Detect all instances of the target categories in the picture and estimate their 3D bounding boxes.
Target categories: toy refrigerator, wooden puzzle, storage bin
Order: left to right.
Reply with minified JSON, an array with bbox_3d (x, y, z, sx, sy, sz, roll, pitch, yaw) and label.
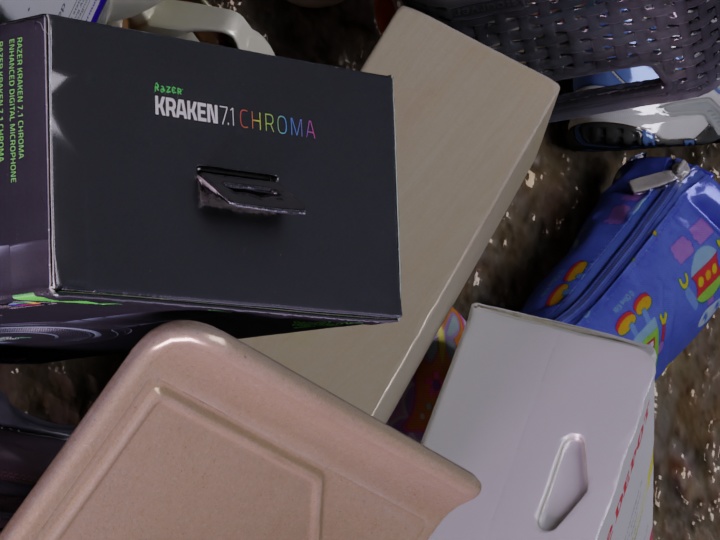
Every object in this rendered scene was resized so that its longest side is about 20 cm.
[{"bbox_3d":[-0.071,0.118,1.052,0.200,0.037,0.185,-50,138,7],"label":"wooden puzzle"},{"bbox_3d":[0.000,0.000,1.171,0.076,0.070,0.200,27,64,6],"label":"toy refrigerator"},{"bbox_3d":[0.082,-0.171,1.267,0.094,0.134,0.201,72,11,-52],"label":"storage bin"}]

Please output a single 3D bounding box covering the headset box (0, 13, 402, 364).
[{"bbox_3d":[-0.104,-0.023,1.028,0.174,0.199,0.093,6,79,-50],"label":"headset box"}]

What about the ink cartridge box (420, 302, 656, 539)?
[{"bbox_3d":[0.067,0.129,1.224,0.200,0.083,0.146,83,24,-57],"label":"ink cartridge box"}]

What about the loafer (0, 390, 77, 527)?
[{"bbox_3d":[-0.120,0.087,1.087,0.199,0.072,0.063,22,68,-32],"label":"loafer"}]

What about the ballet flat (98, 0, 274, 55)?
[{"bbox_3d":[-0.081,-0.101,1.168,0.200,0.071,0.069,44,55,-35],"label":"ballet flat"}]

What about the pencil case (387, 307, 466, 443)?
[{"bbox_3d":[-0.018,0.095,1.204,0.087,0.087,0.201,45,53,-36],"label":"pencil case"}]

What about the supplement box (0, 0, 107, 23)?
[{"bbox_3d":[-0.147,-0.149,0.991,0.200,0.101,0.104,53,59,-75],"label":"supplement box"}]

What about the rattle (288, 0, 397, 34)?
[{"bbox_3d":[-0.005,-0.172,1.224,0.200,0.143,0.131,36,39,-33],"label":"rattle"}]

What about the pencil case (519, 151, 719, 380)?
[{"bbox_3d":[0.114,0.019,1.370,0.200,0.078,0.087,-46,147,-44],"label":"pencil case"}]

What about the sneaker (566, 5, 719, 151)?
[{"bbox_3d":[0.177,-0.101,1.468,0.200,0.075,0.077,-5,92,-51],"label":"sneaker"}]
